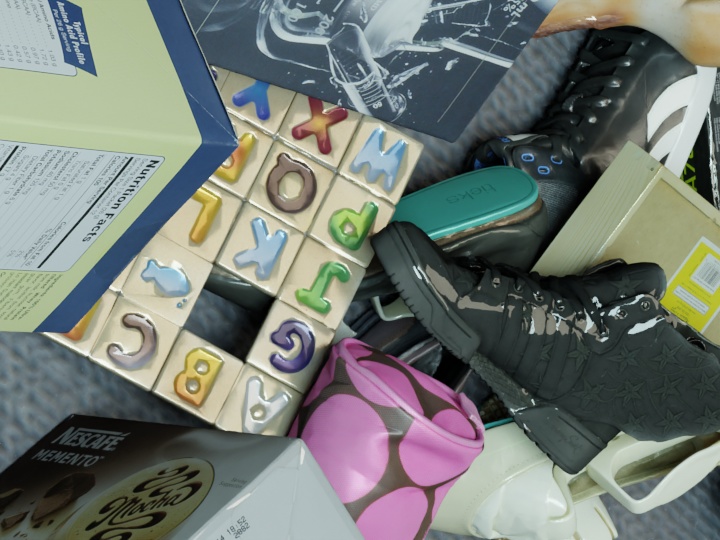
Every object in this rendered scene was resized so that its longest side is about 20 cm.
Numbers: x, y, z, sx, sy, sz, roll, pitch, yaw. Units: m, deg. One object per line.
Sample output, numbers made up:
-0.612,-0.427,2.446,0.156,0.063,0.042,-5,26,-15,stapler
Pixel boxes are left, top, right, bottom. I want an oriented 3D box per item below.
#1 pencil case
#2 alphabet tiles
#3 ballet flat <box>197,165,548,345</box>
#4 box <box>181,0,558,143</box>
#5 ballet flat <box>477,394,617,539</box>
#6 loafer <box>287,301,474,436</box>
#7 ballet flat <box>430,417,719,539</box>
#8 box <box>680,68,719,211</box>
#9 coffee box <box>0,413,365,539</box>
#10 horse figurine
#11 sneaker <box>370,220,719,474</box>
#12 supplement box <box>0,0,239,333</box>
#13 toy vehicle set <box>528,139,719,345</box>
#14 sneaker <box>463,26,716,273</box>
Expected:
-0.010,0.136,1.268,0.093,0.091,0.201,22,103,-16,pencil case
-0.089,-0.033,1.265,0.199,0.008,0.168,29,77,-13,alphabet tiles
0.000,0.000,1.334,0.199,0.068,0.069,-8,126,-19,ballet flat
0.012,-0.183,1.255,0.181,0.104,0.200,14,124,-37,box
0.114,0.156,1.439,0.070,0.065,0.201,-31,110,-29,ballet flat
-0.015,0.095,1.339,0.072,0.063,0.200,50,65,-28,loafer
0.110,0.099,1.372,0.199,0.069,0.070,-20,106,-8,ballet flat
0.248,-0.100,1.534,0.192,0.047,0.201,-15,102,-37,box
-0.098,0.130,1.195,0.113,0.200,0.080,-41,112,-26,coffee box
0.167,-0.148,1.397,0.133,0.199,0.050,-58,160,-32,horse figurine
0.100,0.022,1.303,0.104,0.060,0.200,-39,118,7,sneaker
-0.189,-0.095,1.085,0.199,0.134,0.201,5,52,-43,supplement box
0.154,0.024,1.419,0.124,0.026,0.200,-53,142,3,toy vehicle set
0.115,-0.077,1.418,0.111,0.073,0.201,14,86,-37,sneaker
